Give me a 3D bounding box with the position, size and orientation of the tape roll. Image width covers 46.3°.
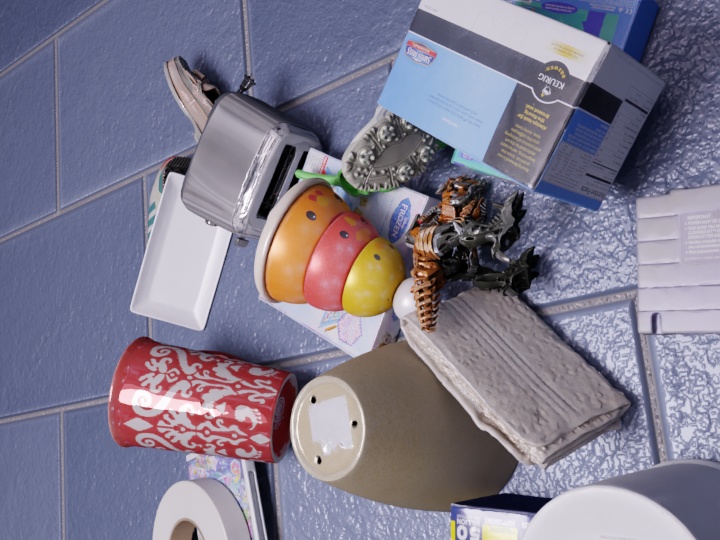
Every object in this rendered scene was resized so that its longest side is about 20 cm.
[{"bbox_3d":[-0.205,0.371,1.080,0.202,0.037,0.206,-5,83,49],"label":"tape roll"}]

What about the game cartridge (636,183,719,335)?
[{"bbox_3d":[0.333,-0.012,0.708,0.198,0.038,0.132,-4,78,40],"label":"game cartridge"}]

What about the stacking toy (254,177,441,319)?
[{"bbox_3d":[0.000,0.000,0.897,0.198,0.146,0.148,25,100,19],"label":"stacking toy"}]

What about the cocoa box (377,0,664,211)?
[{"bbox_3d":[0.141,-0.160,0.765,0.199,0.133,0.132,37,109,36],"label":"cocoa box"}]

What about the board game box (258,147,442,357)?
[{"bbox_3d":[-0.016,-0.020,0.997,0.199,0.041,0.202,28,102,39],"label":"board game box"}]

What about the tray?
[{"bbox_3d":[-0.241,-0.025,1.167,0.022,0.106,0.202,-129,56,-77],"label":"tray"}]

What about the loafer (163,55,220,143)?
[{"bbox_3d":[-0.211,-0.226,1.183,0.063,0.072,0.202,-32,70,14],"label":"loafer"}]

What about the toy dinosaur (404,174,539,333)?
[{"bbox_3d":[0.101,-0.018,0.843,0.134,0.102,0.202,2,67,28],"label":"toy dinosaur"}]

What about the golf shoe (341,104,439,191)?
[{"bbox_3d":[0.046,-0.159,0.908,0.199,0.079,0.097,-40,36,-19],"label":"golf shoe"}]

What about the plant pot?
[{"bbox_3d":[0.031,0.150,0.832,0.186,0.199,0.190,-7,79,39],"label":"plant pot"}]

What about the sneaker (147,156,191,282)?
[{"bbox_3d":[-0.271,-0.068,1.216,0.093,0.069,0.203,-147,64,-65],"label":"sneaker"}]

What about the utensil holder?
[{"bbox_3d":[0.232,0.239,0.650,0.168,0.199,0.172,-6,81,39],"label":"utensil holder"}]

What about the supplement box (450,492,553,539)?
[{"bbox_3d":[0.154,0.313,0.764,0.108,0.109,0.203,-7,80,39],"label":"supplement box"}]

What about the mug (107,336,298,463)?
[{"bbox_3d":[-0.179,0.146,1.033,0.197,0.134,0.179,7,47,12],"label":"mug"}]

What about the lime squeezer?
[{"bbox_3d":[0.007,-0.114,0.942,0.198,0.038,0.071,-11,52,21],"label":"lime squeezer"}]

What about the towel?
[{"bbox_3d":[0.144,0.092,0.795,0.200,0.131,0.035,48,141,35],"label":"towel"}]

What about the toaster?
[{"bbox_3d":[-0.133,-0.134,1.069,0.129,0.113,0.202,32,102,34],"label":"toaster"}]

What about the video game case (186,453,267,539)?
[{"bbox_3d":[-0.170,0.321,1.083,0.143,0.018,0.202,-32,64,44],"label":"video game case"}]

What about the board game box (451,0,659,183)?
[{"bbox_3d":[0.189,-0.182,0.844,0.151,0.045,0.202,25,100,39],"label":"board game box"}]
